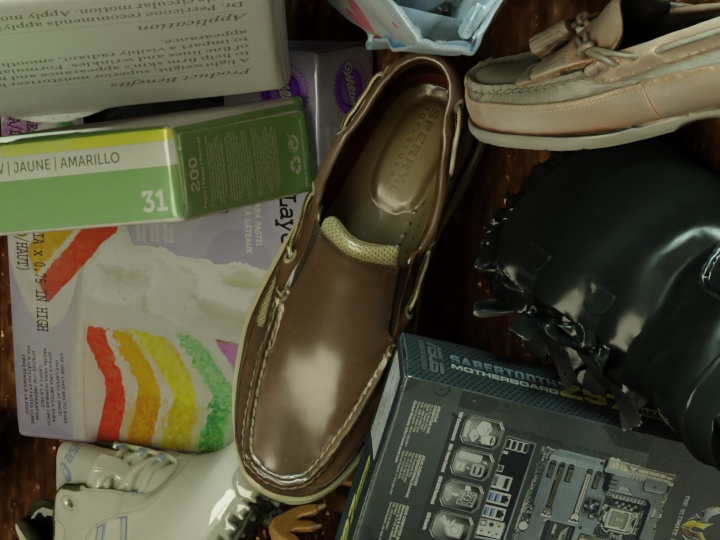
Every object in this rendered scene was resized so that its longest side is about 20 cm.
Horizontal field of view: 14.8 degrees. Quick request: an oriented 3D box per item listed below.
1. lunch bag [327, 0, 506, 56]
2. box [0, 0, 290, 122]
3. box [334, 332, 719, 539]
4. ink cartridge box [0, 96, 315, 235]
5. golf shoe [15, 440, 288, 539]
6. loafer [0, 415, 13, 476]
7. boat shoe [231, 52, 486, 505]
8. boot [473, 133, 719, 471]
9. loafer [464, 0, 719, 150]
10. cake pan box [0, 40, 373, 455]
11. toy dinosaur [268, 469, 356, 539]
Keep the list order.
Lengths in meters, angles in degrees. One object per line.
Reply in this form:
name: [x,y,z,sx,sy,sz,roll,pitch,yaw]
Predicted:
lunch bag: [0.026,-0.187,1.103,0.127,0.170,0.200,-1,96,-6]
box: [-0.136,-0.175,1.130,0.199,0.131,0.200,-6,73,-2]
box: [0.064,0.139,1.172,0.157,0.051,0.200,14,111,-7]
ink cartridge box: [-0.133,-0.038,1.163,0.145,0.200,0.048,-4,97,33]
golf shoe: [-0.101,0.112,1.266,0.097,0.078,0.200,46,138,0]
loafer: [-0.237,0.133,1.406,0.200,0.073,0.071,-33,91,37]
boat shoe: [-0.006,-0.002,1.170,0.075,0.075,0.203,18,80,8]
boot: [0.153,-0.017,1.109,0.198,0.073,0.162,-44,42,-6]
loafer: [0.128,-0.092,1.114,0.200,0.072,0.063,-2,119,32]
cake pan box: [-0.079,-0.016,1.283,0.184,0.052,0.200,5,101,30]
toy dinosaur: [-0.006,0.134,1.238,0.200,0.060,0.106,-7,132,28]
